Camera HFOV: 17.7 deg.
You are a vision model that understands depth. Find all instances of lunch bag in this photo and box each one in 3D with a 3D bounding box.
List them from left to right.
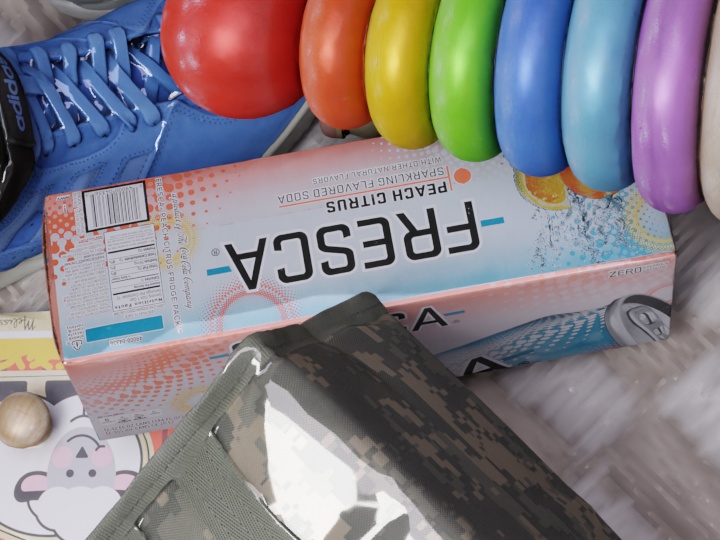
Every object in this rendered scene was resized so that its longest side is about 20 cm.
[{"bbox_3d":[-0.019,0.134,0.686,0.164,0.118,0.200,44,110,10],"label":"lunch bag"}]

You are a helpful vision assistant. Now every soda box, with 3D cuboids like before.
[{"bbox_3d":[0.000,0.000,0.760,0.199,0.068,0.064,-10,64,1],"label":"soda box"}]

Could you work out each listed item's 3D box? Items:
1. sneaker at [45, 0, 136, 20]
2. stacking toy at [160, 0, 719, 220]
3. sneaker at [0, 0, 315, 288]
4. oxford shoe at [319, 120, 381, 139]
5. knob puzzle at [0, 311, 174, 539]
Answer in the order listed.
[{"bbox_3d":[-0.046,-0.158,0.778,0.075,0.115,0.200,45,101,1],"label":"sneaker"},{"bbox_3d":[0.032,-0.066,0.711,0.199,0.085,0.086,7,77,15],"label":"stacking toy"},{"bbox_3d":[-0.102,-0.052,0.781,0.200,0.111,0.077,-25,75,2],"label":"sneaker"},{"bbox_3d":[0.051,-0.126,0.799,0.074,0.071,0.200,28,84,8],"label":"oxford shoe"},{"bbox_3d":[-0.069,0.108,0.777,0.219,0.030,0.220,-2,75,8],"label":"knob puzzle"}]
